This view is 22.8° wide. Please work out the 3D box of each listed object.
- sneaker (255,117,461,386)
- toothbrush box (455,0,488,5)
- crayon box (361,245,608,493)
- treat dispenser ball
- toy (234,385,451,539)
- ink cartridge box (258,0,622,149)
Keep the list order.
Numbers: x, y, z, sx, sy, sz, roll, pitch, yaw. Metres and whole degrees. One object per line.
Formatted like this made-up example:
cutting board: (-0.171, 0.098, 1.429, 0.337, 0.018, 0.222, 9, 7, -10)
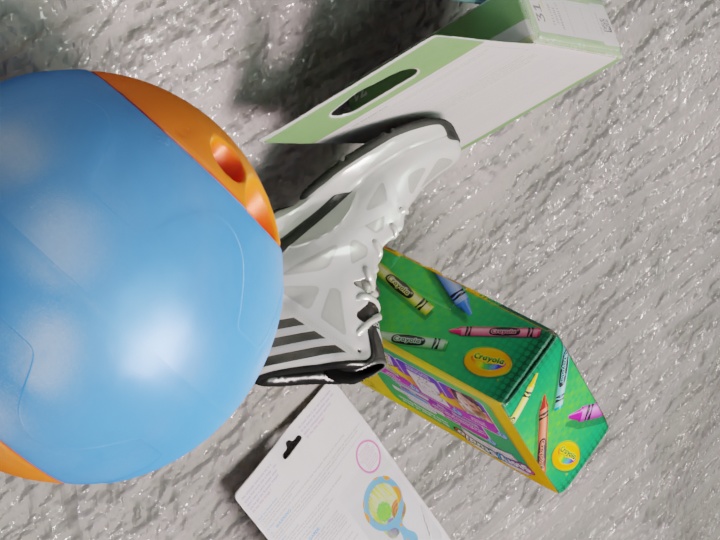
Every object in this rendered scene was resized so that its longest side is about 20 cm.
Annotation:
sneaker: (0.000, 0.000, 1.077, 0.200, 0.116, 0.076, -35, 171, -14)
toothbrush box: (0.052, -0.239, 1.057, 0.199, 0.085, 0.147, -5, 115, -50)
crayon box: (0.049, 0.052, 1.127, 0.058, 0.200, 0.119, -52, 142, -14)
treat dispenser ball: (-0.137, 0.003, 0.868, 0.200, 0.200, 0.202, -28, 131, -39)
toy: (-0.007, 0.189, 1.236, 0.200, 0.047, 0.115, 52, 54, -17)
ink cartridge box: (0.046, -0.121, 1.077, 0.199, 0.145, 0.048, 1, 68, -51)
